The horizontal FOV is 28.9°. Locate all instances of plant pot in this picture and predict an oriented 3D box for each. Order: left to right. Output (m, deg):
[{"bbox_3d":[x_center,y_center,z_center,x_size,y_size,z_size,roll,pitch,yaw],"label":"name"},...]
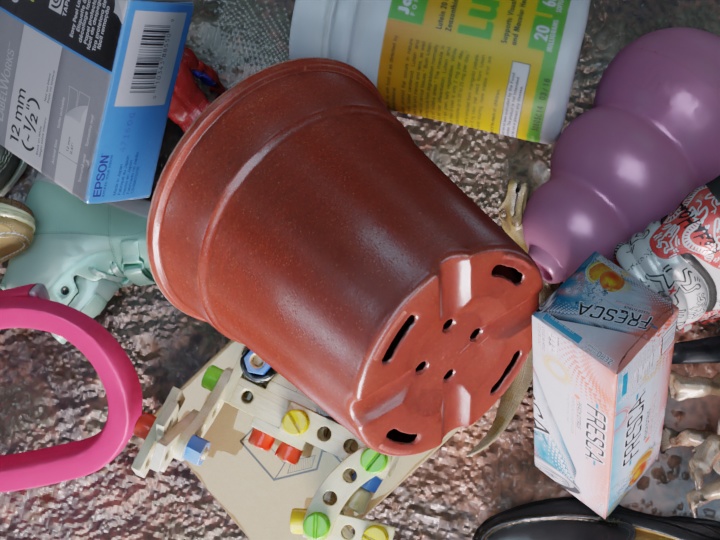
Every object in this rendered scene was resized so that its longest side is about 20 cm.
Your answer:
[{"bbox_3d":[0.000,0.000,0.881,0.201,0.201,0.195,-49,53,0],"label":"plant pot"}]

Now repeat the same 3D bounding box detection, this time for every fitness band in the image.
[{"bbox_3d":[-0.250,0.087,0.999,0.198,0.037,0.145,-13,112,21],"label":"fitness band"}]

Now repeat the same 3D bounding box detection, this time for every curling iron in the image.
[{"bbox_3d":[0.290,0.051,0.948,0.198,0.050,0.026,2,99,-21],"label":"curling iron"}]

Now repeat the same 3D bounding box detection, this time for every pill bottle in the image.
[{"bbox_3d":[0.055,-0.163,0.987,0.198,0.111,0.112,13,87,6],"label":"pill bottle"}]

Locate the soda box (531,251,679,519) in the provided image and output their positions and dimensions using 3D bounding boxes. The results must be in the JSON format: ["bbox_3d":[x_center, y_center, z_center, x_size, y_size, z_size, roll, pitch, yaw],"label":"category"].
[{"bbox_3d":[0.156,0.080,0.909,0.068,0.201,0.064,36,66,28],"label":"soda box"}]

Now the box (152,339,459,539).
[{"bbox_3d":[-0.032,0.100,1.021,0.200,0.021,0.164,-43,84,1],"label":"box"}]

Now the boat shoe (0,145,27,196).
[{"bbox_3d":[-0.345,-0.060,1.042,0.200,0.060,0.073,-22,85,3],"label":"boat shoe"}]

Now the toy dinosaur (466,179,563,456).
[{"bbox_3d":[0.130,0.039,1.004,0.100,0.058,0.202,2,78,20],"label":"toy dinosaur"}]

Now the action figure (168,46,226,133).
[{"bbox_3d":[-0.109,-0.099,1.029,0.065,0.099,0.200,-42,106,-2],"label":"action figure"}]

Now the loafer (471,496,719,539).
[{"bbox_3d":[0.175,0.197,0.969,0.198,0.072,0.074,-1,87,6],"label":"loafer"}]

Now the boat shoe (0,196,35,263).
[{"bbox_3d":[-0.322,0.004,0.991,0.198,0.072,0.077,-14,63,14],"label":"boat shoe"}]

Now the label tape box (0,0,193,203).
[{"bbox_3d":[-0.216,-0.153,0.975,0.199,0.066,0.145,30,116,30],"label":"label tape box"}]

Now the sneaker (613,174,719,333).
[{"bbox_3d":[0.229,0.008,0.928,0.107,0.201,0.068,-34,61,10],"label":"sneaker"}]

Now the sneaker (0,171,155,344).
[{"bbox_3d":[-0.164,0.009,1.012,0.199,0.074,0.119,19,81,16],"label":"sneaker"}]

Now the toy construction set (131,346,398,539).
[{"bbox_3d":[-0.055,0.125,0.970,0.198,0.092,0.132,24,89,-5],"label":"toy construction set"}]

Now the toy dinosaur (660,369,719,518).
[{"bbox_3d":[0.275,0.103,0.931,0.134,0.201,0.086,-14,55,1],"label":"toy dinosaur"}]

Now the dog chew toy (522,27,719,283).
[{"bbox_3d":[0.187,-0.070,0.951,0.124,0.125,0.200,43,77,7],"label":"dog chew toy"}]
